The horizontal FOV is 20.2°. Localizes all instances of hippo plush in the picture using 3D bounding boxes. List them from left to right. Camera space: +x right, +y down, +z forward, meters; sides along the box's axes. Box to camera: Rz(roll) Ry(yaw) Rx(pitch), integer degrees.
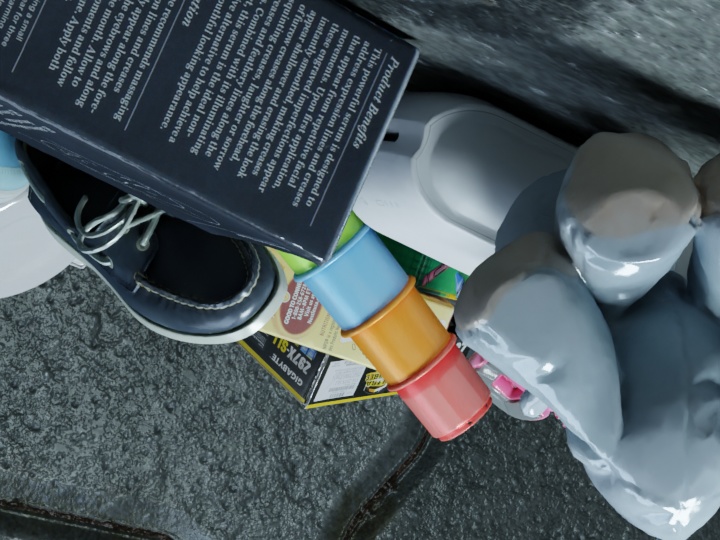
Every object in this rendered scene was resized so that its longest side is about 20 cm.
[{"bbox_3d":[0.132,0.023,0.842,0.201,0.159,0.161,61,-173,-12],"label":"hippo plush"}]

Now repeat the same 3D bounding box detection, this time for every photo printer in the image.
[{"bbox_3d":[0.085,-0.024,0.991,0.199,0.070,0.166,25,176,-12],"label":"photo printer"}]

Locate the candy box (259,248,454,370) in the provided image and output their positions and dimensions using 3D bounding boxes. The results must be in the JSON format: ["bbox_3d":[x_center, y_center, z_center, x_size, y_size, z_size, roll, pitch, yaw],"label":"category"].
[{"bbox_3d":[-0.051,0.006,1.221,0.199,0.056,0.115,20,-175,-10],"label":"candy box"}]

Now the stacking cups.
[{"bbox_3d":[0.000,0.000,1.072,0.200,0.060,0.060,50,170,-11],"label":"stacking cups"}]

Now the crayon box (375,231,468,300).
[{"bbox_3d":[0.024,-0.027,1.202,0.118,0.059,0.200,22,-177,22],"label":"crayon box"}]

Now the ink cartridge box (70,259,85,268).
[{"bbox_3d":[-0.251,-0.098,1.454,0.084,0.146,0.199,26,176,-41],"label":"ink cartridge box"}]

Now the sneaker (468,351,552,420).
[{"bbox_3d":[0.145,0.025,1.264,0.079,0.096,0.200,43,146,-16],"label":"sneaker"}]

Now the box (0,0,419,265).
[{"bbox_3d":[-0.101,-0.096,0.900,0.199,0.108,0.148,27,174,-26],"label":"box"}]

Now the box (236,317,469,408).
[{"bbox_3d":[-0.040,0.010,1.382,0.159,0.050,0.200,-7,-140,-49],"label":"box"}]

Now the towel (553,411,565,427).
[{"bbox_3d":[0.190,0.050,1.004,0.145,0.030,0.200,-19,-174,-15],"label":"towel"}]

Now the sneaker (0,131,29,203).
[{"bbox_3d":[-0.207,-0.115,1.079,0.130,0.080,0.200,-25,142,20],"label":"sneaker"}]

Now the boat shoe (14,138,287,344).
[{"bbox_3d":[-0.114,-0.027,1.055,0.200,0.075,0.062,37,164,44],"label":"boat shoe"}]

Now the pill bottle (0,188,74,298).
[{"bbox_3d":[-0.259,-0.091,1.308,0.201,0.114,0.114,59,-168,25],"label":"pill bottle"}]
